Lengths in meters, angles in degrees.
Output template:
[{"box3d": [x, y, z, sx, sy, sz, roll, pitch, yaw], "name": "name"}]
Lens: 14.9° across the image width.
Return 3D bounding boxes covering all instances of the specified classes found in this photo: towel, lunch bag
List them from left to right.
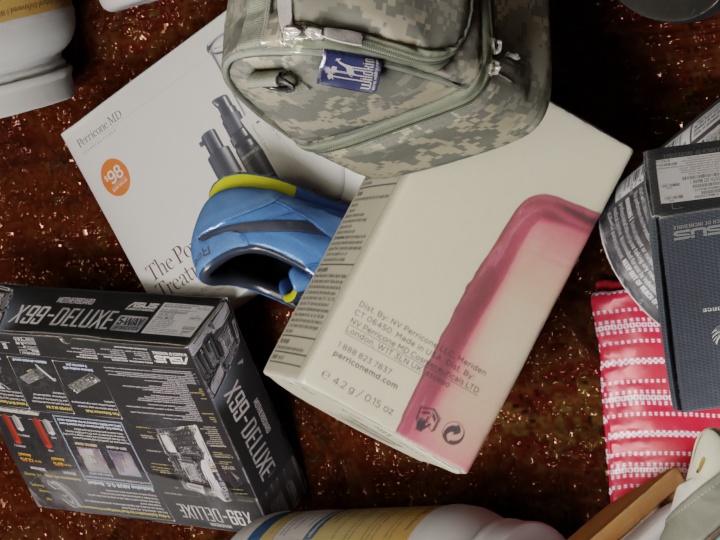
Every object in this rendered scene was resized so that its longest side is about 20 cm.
[{"box3d": [0.001, -0.160, 1.392, 0.139, 0.167, 0.201, -14, 65, 37], "name": "lunch bag"}, {"box3d": [0.201, 0.107, 1.570, 0.144, 0.022, 0.201, 3, 105, 33], "name": "towel"}]

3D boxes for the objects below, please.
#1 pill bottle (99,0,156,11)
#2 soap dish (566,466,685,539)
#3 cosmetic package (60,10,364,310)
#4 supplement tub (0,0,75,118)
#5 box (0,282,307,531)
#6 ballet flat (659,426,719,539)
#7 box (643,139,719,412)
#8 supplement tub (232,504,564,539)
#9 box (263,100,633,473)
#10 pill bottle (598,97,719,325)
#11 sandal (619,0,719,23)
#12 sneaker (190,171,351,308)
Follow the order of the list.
[{"box3d": [-0.129, -0.264, 1.632, 0.111, 0.111, 0.201, -13, 96, 36], "name": "pill bottle"}, {"box3d": [0.155, 0.234, 1.538, 0.081, 0.157, 0.201, -3, 118, 54], "name": "soap dish"}, {"box3d": [-0.075, -0.068, 1.690, 0.200, 0.052, 0.151, -33, 83, 37], "name": "cosmetic package"}, {"box3d": [-0.260, -0.193, 1.721, 0.144, 0.144, 0.201, -8, 99, 36], "name": "supplement tub"}, {"box3d": [-0.148, 0.087, 1.750, 0.199, 0.050, 0.158, 3, 130, 34], "name": "box"}, {"box3d": [0.218, 0.098, 1.488, 0.200, 0.067, 0.064, -39, 72, -1], "name": "ballet flat"}, {"box3d": [0.247, -0.005, 1.389, 0.199, 0.051, 0.158, -7, 139, 5], "name": "box"}, {"box3d": [0.022, 0.214, 1.638, 0.199, 0.144, 0.146, -6, 100, 36], "name": "supplement tub"}, {"box3d": [0.046, -0.003, 1.509, 0.109, 0.128, 0.201, 29, 85, -9], "name": "box"}, {"box3d": [0.228, -0.054, 1.451, 0.200, 0.106, 0.107, -40, 80, 34], "name": "pill bottle"}, {"box3d": [0.124, -0.211, 1.434, 0.075, 0.045, 0.201, -39, 73, 29], "name": "sandal"}, {"box3d": [0.000, 0.000, 1.599, 0.199, 0.079, 0.066, 10, 136, -1], "name": "sneaker"}]
